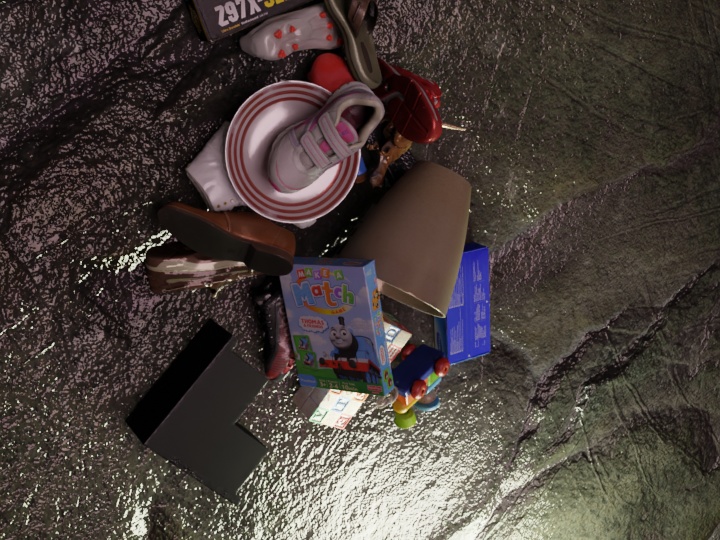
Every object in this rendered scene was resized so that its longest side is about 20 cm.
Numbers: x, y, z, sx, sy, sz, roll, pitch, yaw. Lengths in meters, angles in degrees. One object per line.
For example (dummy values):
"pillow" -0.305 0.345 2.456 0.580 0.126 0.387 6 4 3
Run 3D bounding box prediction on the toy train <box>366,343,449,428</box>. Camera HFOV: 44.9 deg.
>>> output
"toy train" 0.069 0.221 1.470 0.200 0.085 0.116 -37 136 -40

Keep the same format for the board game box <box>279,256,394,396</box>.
"board game box" -0.036 0.080 1.271 0.037 0.151 0.200 -33 120 -53

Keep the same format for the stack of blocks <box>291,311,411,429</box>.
"stack of blocks" -0.024 0.151 1.396 0.115 0.059 0.200 25 103 -45

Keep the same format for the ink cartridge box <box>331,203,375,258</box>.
"ink cartridge box" 0.000 0.000 1.415 0.099 0.039 0.200 43 80 -32

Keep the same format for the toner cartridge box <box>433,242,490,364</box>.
"toner cartridge box" 0.177 0.058 1.531 0.095 0.043 0.200 -12 109 -26

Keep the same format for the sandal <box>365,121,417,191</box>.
"sandal" 0.062 -0.159 1.409 0.075 0.045 0.200 -37 105 -22

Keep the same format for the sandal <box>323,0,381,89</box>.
"sandal" 0.001 -0.359 1.237 0.080 0.057 0.201 -47 122 -49

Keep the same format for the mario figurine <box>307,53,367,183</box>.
"mario figurine" -0.045 -0.229 1.316 0.106 0.123 0.200 1 118 12

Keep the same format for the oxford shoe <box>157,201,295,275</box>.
"oxford shoe" -0.185 -0.057 1.222 0.200 0.071 0.071 21 54 -18

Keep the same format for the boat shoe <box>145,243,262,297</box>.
"boat shoe" -0.212 0.000 1.276 0.202 0.075 0.075 -2 114 -18

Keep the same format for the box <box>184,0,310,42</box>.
"box" -0.157 -0.425 1.198 0.200 0.049 0.160 -29 118 -20

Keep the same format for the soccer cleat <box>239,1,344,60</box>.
"soccer cleat" -0.085 -0.347 1.253 0.200 0.078 0.069 -29 125 -42

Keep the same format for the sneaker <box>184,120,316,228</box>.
"sneaker" -0.165 -0.107 1.275 0.116 0.074 0.200 -48 113 -7

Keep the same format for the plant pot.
"plant pot" 0.086 -0.057 1.325 0.187 0.187 0.200 30 83 -33

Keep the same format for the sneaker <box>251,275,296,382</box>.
"sneaker" -0.128 0.073 1.343 0.098 0.071 0.201 11 96 -32

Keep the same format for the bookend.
"bookend" -0.209 0.216 1.325 0.200 0.092 0.199 -52 124 -9

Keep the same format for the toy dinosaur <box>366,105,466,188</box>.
"toy dinosaur" 0.064 -0.209 1.364 0.200 0.060 0.106 -43 122 -22

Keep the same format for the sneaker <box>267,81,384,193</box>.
"sneaker" -0.046 -0.183 1.194 0.200 0.088 0.081 -47 112 -6

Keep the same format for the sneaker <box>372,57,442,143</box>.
"sneaker" 0.096 -0.254 1.309 0.115 0.200 0.078 2 131 -35

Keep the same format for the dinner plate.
"dinner plate" -0.096 -0.168 1.238 0.200 0.024 0.200 -4 103 -19
